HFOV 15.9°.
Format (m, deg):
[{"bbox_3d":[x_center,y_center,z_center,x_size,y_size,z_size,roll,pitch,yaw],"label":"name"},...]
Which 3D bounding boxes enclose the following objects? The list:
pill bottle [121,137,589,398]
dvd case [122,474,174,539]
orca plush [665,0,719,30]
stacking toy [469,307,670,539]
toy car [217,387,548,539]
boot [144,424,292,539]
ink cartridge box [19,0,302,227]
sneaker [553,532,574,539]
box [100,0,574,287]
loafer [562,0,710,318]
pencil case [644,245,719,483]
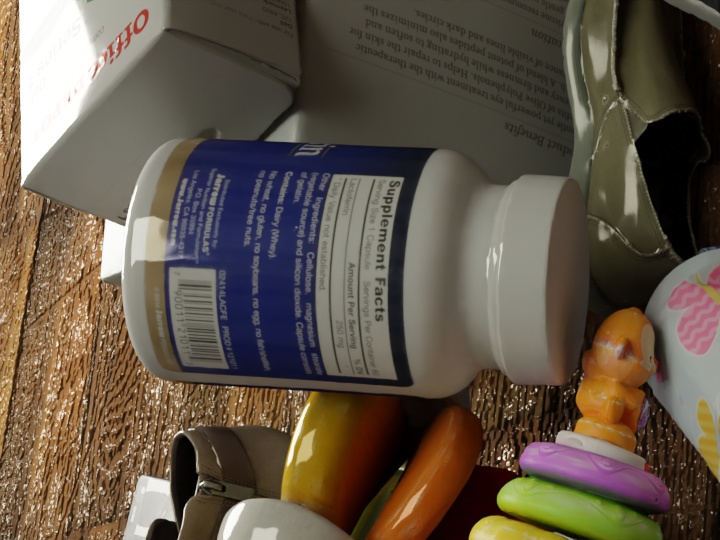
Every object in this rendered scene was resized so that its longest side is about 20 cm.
[{"bbox_3d":[0.000,0.000,1.189,0.198,0.116,0.117,4,72,16],"label":"pill bottle"},{"bbox_3d":[-0.096,0.206,1.544,0.199,0.025,0.151,4,77,56],"label":"dvd case"},{"bbox_3d":[0.213,-0.125,1.195,0.071,0.105,0.200,-53,36,-2],"label":"orca plush"},{"bbox_3d":[0.096,0.113,1.147,0.109,0.116,0.201,17,83,16],"label":"stacking toy"},{"bbox_3d":[0.023,0.137,1.276,0.201,0.149,0.176,89,-156,-51],"label":"toy car"},{"bbox_3d":[-0.051,0.182,1.375,0.070,0.146,0.201,-29,51,45],"label":"boot"},{"bbox_3d":[-0.106,-0.143,1.314,0.146,0.084,0.201,-43,40,39],"label":"ink cartridge box"},{"bbox_3d":[0.103,0.217,1.216,0.088,0.075,0.201,21,94,42],"label":"sneaker"},{"bbox_3d":[-0.004,-0.071,1.389,0.200,0.198,0.173,-27,53,50],"label":"box"},{"bbox_3d":[0.147,-0.076,1.297,0.069,0.075,0.202,-12,68,40],"label":"loafer"},{"bbox_3d":[0.196,0.072,1.126,0.200,0.090,0.084,-119,29,-51],"label":"pencil case"}]
